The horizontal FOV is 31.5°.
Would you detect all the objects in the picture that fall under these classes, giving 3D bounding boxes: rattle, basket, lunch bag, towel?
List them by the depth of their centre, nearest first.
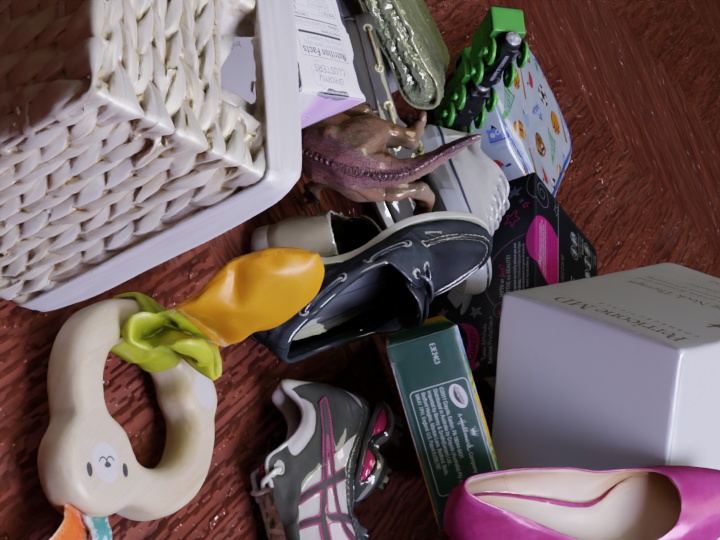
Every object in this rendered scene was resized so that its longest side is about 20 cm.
[{"bbox_3d":[-0.142,-0.081,0.637,0.123,0.200,0.136,26,51,-45],"label":"basket"},{"bbox_3d":[-0.098,0.088,0.676,0.200,0.143,0.130,-69,150,-57],"label":"rattle"},{"bbox_3d":[0.021,-0.243,1.102,0.200,0.036,0.148,60,18,-18],"label":"towel"},{"bbox_3d":[0.151,-0.136,1.287,0.161,0.075,0.200,64,28,-16],"label":"lunch bag"}]

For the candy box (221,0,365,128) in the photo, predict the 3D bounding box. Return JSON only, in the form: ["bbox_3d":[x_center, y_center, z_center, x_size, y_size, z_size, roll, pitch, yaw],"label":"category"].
[{"bbox_3d":[-0.105,-0.168,0.779,0.071,0.167,0.200,-4,77,-58],"label":"candy box"}]

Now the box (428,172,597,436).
[{"bbox_3d":[0.131,0.042,1.106,0.132,0.115,0.200,45,39,-40],"label":"box"}]

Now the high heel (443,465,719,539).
[{"bbox_3d":[0.148,0.139,0.780,0.096,0.199,0.067,88,-5,-52],"label":"high heel"}]

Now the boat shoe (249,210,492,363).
[{"bbox_3d":[0.016,0.015,0.873,0.199,0.075,0.066,-13,42,-27],"label":"boat shoe"}]

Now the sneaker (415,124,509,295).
[{"bbox_3d":[0.092,-0.059,1.062,0.200,0.071,0.073,-101,-171,-46],"label":"sneaker"}]

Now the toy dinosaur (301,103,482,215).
[{"bbox_3d":[-0.022,-0.084,0.892,0.135,0.200,0.086,6,98,-57],"label":"toy dinosaur"}]

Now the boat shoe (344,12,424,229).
[{"bbox_3d":[0.017,-0.110,1.041,0.072,0.060,0.202,-125,-168,-84],"label":"boat shoe"}]

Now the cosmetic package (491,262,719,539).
[{"bbox_3d":[0.226,0.101,0.956,0.200,0.167,0.167,-9,109,-39],"label":"cosmetic package"}]

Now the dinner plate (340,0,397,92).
[{"bbox_3d":[-0.002,-0.257,1.155,0.200,0.024,0.201,39,41,-44],"label":"dinner plate"}]

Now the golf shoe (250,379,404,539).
[{"bbox_3d":[-0.037,0.163,0.815,0.088,0.077,0.200,26,50,-16],"label":"golf shoe"}]

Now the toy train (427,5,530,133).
[{"bbox_3d":[0.097,-0.160,1.122,0.042,0.200,0.057,3,65,-16],"label":"toy train"}]

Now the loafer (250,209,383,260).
[{"bbox_3d":[0.000,0.000,0.956,0.200,0.068,0.076,10,64,-57],"label":"loafer"}]

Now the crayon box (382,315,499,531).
[{"bbox_3d":[0.057,0.100,0.912,0.200,0.051,0.126,-155,-132,-89],"label":"crayon box"}]
